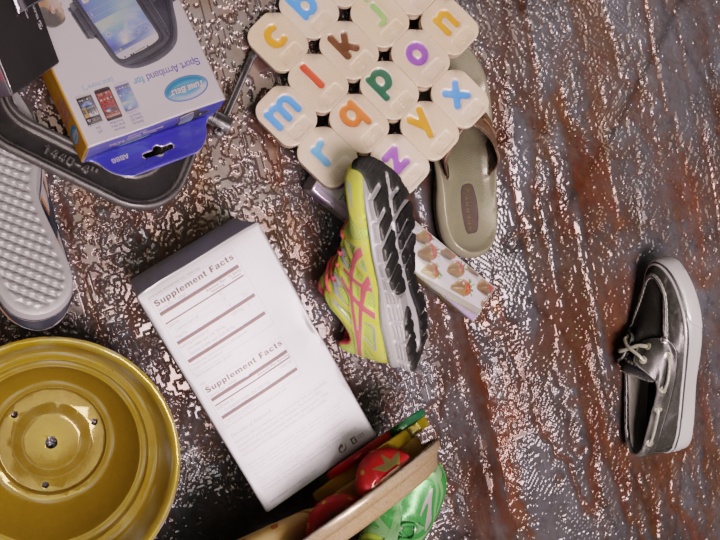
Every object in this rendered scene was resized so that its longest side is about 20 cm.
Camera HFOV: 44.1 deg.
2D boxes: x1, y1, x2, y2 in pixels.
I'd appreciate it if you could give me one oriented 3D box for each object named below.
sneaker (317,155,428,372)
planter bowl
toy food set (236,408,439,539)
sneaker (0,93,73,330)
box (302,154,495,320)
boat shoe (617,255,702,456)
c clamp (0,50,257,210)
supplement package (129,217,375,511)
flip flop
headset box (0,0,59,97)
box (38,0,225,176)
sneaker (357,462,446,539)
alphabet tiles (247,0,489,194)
[{"bbox_3d":[0.000,0.000,0.755,0.089,0.078,0.203,4,121,22],"label":"sneaker"},{"bbox_3d":[-0.247,0.147,0.709,0.197,0.083,0.204,-2,96,-18],"label":"planter bowl"},{"bbox_3d":[-0.020,0.189,0.728,0.199,0.198,0.049,-38,80,18],"label":"toy food set"},{"bbox_3d":[-0.276,-0.047,0.688,0.077,0.079,0.203,-13,75,-24],"label":"sneaker"},{"bbox_3d":[0.036,-0.028,0.807,0.199,0.041,0.039,38,84,-19],"label":"box"},{"bbox_3d":[0.294,0.089,0.889,0.063,0.071,0.204,-7,100,-18],"label":"boat shoe"},{"bbox_3d":[-0.195,-0.138,0.709,0.197,0.027,0.174,21,70,-21],"label":"c clamp"},{"bbox_3d":[-0.092,0.071,0.737,0.109,0.114,0.202,-32,103,-13],"label":"supplement package"},{"bbox_3d":[0.094,-0.110,0.807,0.080,0.057,0.204,-10,98,-17],"label":"flip flop"},{"bbox_3d":[-0.308,-0.187,0.592,0.196,0.075,0.151,-6,118,14],"label":"headset box"},{"bbox_3d":[-0.189,-0.177,0.682,0.118,0.041,0.202,-26,89,-27],"label":"box"},{"bbox_3d":[0.023,0.263,0.811,0.074,0.083,0.202,35,84,-18],"label":"sneaker"},{"bbox_3d":[0.007,-0.171,0.766,0.195,0.015,0.200,43,81,-1],"label":"alphabet tiles"}]
